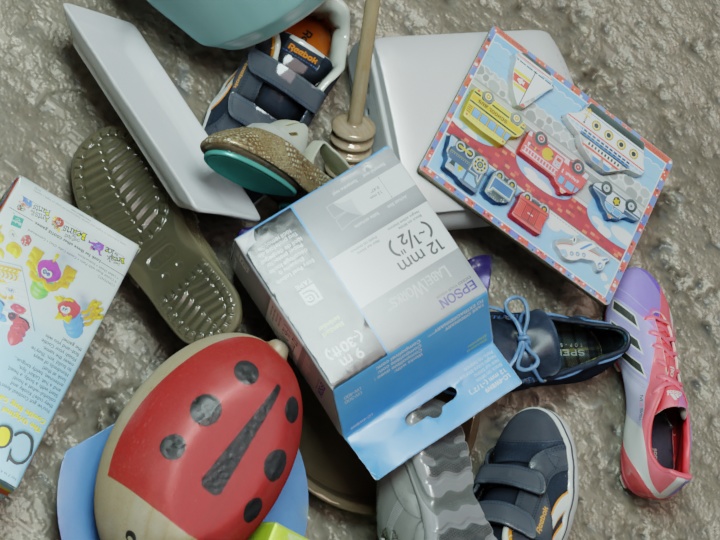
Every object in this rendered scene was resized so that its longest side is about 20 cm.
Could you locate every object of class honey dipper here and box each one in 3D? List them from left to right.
[{"bbox_3d":[0.002,-0.160,1.519,0.038,0.202,0.038,6,38,-5],"label":"honey dipper"}]

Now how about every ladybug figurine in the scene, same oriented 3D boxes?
[{"bbox_3d":[-0.108,0.133,1.384,0.135,0.072,0.201,37,74,-22],"label":"ladybug figurine"}]

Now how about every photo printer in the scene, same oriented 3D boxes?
[{"bbox_3d":[0.098,-0.118,1.614,0.198,0.069,0.168,-5,78,-26],"label":"photo printer"}]

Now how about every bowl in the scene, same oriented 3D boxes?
[{"bbox_3d":[-0.086,-0.248,1.515,0.201,0.200,0.106,-44,115,-28],"label":"bowl"}]

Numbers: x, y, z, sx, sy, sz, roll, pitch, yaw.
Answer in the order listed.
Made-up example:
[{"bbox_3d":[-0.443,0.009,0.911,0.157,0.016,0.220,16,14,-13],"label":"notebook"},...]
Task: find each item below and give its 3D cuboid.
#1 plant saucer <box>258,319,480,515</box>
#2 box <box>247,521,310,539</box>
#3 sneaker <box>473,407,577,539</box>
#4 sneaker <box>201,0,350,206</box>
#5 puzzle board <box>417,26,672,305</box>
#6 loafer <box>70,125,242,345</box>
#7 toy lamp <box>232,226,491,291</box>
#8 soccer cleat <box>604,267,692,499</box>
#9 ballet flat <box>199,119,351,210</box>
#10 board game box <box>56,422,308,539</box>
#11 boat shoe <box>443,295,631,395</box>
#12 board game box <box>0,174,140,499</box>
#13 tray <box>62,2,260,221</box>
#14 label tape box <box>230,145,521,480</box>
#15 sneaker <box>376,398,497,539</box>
[{"bbox_3d":[0.003,0.096,1.530,0.198,0.029,0.202,8,71,-22],"label":"plant saucer"},{"bbox_3d":[-0.061,0.300,1.410,0.121,0.048,0.202,29,71,-22],"label":"box"},{"bbox_3d":[0.117,0.197,1.506,0.079,0.078,0.202,31,61,-46],"label":"sneaker"},{"bbox_3d":[-0.070,-0.140,1.539,0.078,0.079,0.201,30,66,-15],"label":"sneaker"},{"bbox_3d":[0.157,-0.087,1.585,0.199,0.017,0.152,35,66,-15],"label":"puzzle board"},{"bbox_3d":[-0.156,-0.019,1.470,0.076,0.068,0.201,-30,72,-3],"label":"loafer"},{"bbox_3d":[0.000,0.000,1.499,0.198,0.058,0.059,10,70,-5],"label":"toy lamp"},{"bbox_3d":[0.248,0.091,1.617,0.066,0.076,0.202,7,72,-23],"label":"soccer cleat"},{"bbox_3d":[-0.053,-0.079,1.497,0.200,0.070,0.066,37,67,-52],"label":"ballet flat"},{"bbox_3d":[-0.135,0.175,1.438,0.199,0.039,0.159,-29,96,-26],"label":"board game box"},{"bbox_3d":[0.136,0.055,1.560,0.199,0.068,0.085,-9,78,-40],"label":"boat shoe"},{"bbox_3d":[-0.257,0.054,1.379,0.104,0.103,0.201,31,64,-13],"label":"board game box"},{"bbox_3d":[-0.157,-0.115,1.474,0.201,0.022,0.107,56,17,16],"label":"tray"},{"bbox_3d":[0.015,0.030,1.428,0.143,0.066,0.201,-31,77,-16],"label":"label tape box"},{"bbox_3d":[0.053,0.202,1.454,0.074,0.082,0.202,11,60,-35],"label":"sneaker"}]
